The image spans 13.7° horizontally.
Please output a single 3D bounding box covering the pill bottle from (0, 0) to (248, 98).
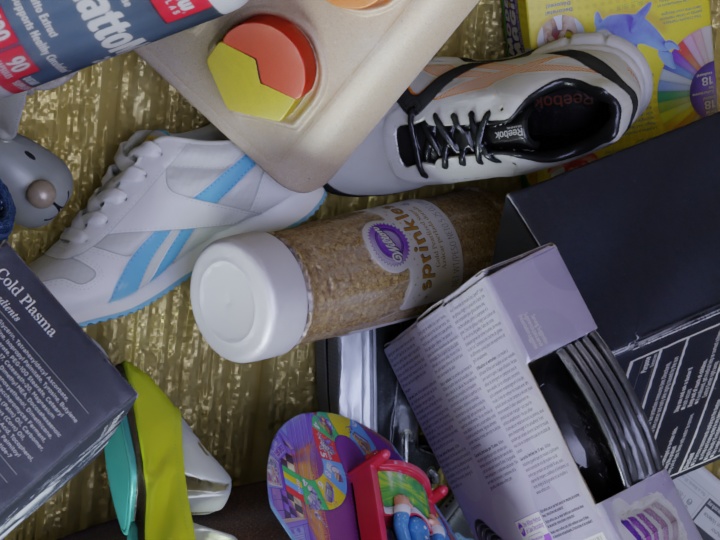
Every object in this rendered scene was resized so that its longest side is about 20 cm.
[{"bbox_3d":[-0.115,-0.173,1.488,0.200,0.120,0.120,-20,111,10],"label":"pill bottle"}]

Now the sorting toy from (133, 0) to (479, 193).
[{"bbox_3d":[-0.052,-0.159,1.566,0.200,0.036,0.185,40,120,-1],"label":"sorting toy"}]

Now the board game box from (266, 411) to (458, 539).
[{"bbox_3d":[0.034,0.152,1.608,0.039,0.158,0.200,-36,85,25],"label":"board game box"}]

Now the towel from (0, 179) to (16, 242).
[{"bbox_3d":[-0.263,-0.006,1.536,0.112,0.049,0.200,47,122,-1],"label":"towel"}]

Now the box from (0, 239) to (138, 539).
[{"bbox_3d":[-0.220,0.098,1.501,0.182,0.200,0.104,-42,88,-15],"label":"box"}]

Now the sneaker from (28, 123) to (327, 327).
[{"bbox_3d":[-0.120,-0.030,1.640,0.200,0.076,0.081,-30,107,-19],"label":"sneaker"}]

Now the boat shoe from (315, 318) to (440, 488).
[{"bbox_3d":[0.015,0.107,1.720,0.071,0.072,0.201,-4,103,-15],"label":"boat shoe"}]

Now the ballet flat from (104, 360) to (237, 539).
[{"bbox_3d":[-0.099,0.132,1.586,0.067,0.200,0.067,2,136,-12],"label":"ballet flat"}]

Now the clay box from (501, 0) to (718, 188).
[{"bbox_3d":[0.144,-0.121,1.721,0.115,0.048,0.201,-12,108,-16],"label":"clay box"}]

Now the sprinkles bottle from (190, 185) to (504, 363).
[{"bbox_3d":[0.000,0.000,1.649,0.200,0.068,0.068,-14,110,-43],"label":"sprinkles bottle"}]

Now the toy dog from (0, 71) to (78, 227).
[{"bbox_3d":[-0.229,-0.091,1.567,0.200,0.096,0.132,15,99,-22],"label":"toy dog"}]

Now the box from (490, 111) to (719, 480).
[{"bbox_3d":[0.178,0.019,1.672,0.198,0.123,0.200,-22,152,-19],"label":"box"}]

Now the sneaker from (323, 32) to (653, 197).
[{"bbox_3d":[0.061,-0.083,1.657,0.200,0.080,0.074,-15,107,13],"label":"sneaker"}]

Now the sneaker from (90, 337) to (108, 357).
[{"bbox_3d":[-0.202,0.122,1.639,0.081,0.083,0.200,37,89,-24],"label":"sneaker"}]

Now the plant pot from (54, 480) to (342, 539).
[{"bbox_3d":[-0.112,0.208,1.656,0.199,0.187,0.187,-2,105,-6],"label":"plant pot"}]

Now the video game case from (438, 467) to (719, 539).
[{"bbox_3d":[0.136,0.178,1.810,0.200,0.023,0.182,39,88,-25],"label":"video game case"}]

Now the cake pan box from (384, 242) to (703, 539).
[{"bbox_3d":[0.095,0.093,1.598,0.052,0.200,0.184,-26,84,-20],"label":"cake pan box"}]
